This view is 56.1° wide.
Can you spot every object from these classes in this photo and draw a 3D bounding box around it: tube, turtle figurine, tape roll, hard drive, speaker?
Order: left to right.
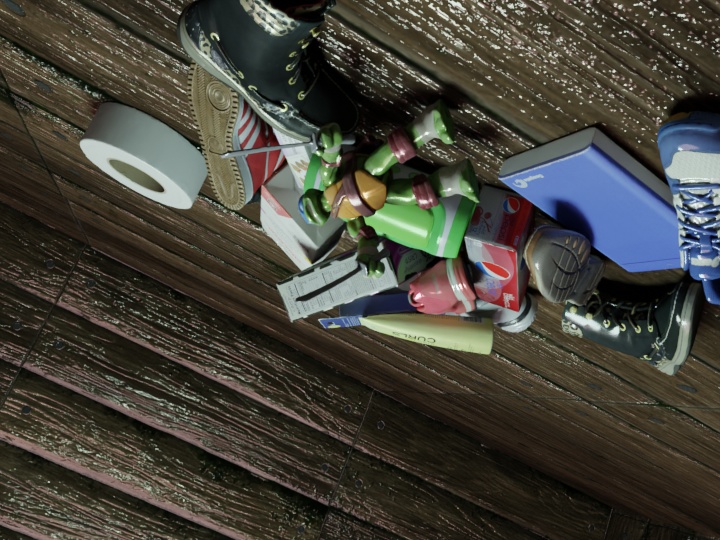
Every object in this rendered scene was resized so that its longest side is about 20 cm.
[{"bbox_3d":[-0.349,-0.182,1.097,0.198,0.072,0.203,23,166,6],"label":"tape roll"},{"bbox_3d":[0.009,-0.069,0.648,0.190,0.148,0.199,-21,173,21],"label":"turtle figurine"},{"bbox_3d":[0.034,-0.085,0.797,0.195,0.090,0.089,22,165,10],"label":"speaker"},{"bbox_3d":[0.094,0.086,0.986,0.193,0.053,0.059,7,128,4],"label":"tube"},{"bbox_3d":[0.248,-0.060,0.661,0.197,0.026,0.131,31,164,-20],"label":"hard drive"}]

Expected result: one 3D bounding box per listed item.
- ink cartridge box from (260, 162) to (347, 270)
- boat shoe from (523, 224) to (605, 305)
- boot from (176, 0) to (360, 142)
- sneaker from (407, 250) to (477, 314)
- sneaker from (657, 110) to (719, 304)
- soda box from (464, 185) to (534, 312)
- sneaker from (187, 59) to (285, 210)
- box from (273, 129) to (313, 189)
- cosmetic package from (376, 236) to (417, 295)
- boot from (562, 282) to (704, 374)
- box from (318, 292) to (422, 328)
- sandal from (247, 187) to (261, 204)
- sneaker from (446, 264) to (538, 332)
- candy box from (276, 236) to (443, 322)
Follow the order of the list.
[{"bbox_3d":[-0.088,-0.071,1.002,0.117,0.067,0.200,47,165,3],"label":"ink cartridge box"},{"bbox_3d":[0.211,-0.010,0.743,0.071,0.077,0.199,37,-175,31],"label":"boat shoe"},{"bbox_3d":[-0.056,-0.192,0.608,0.201,0.075,0.152,30,161,-26],"label":"boot"},{"bbox_3d":[0.103,0.022,0.886,0.084,0.076,0.200,-17,168,6],"label":"sneaker"},{"bbox_3d":[0.289,-0.041,0.542,0.074,0.090,0.199,8,157,49],"label":"sneaker"},{"bbox_3d":[0.173,-0.020,0.824,0.062,0.072,0.201,17,163,20],"label":"soda box"},{"bbox_3d":[-0.136,-0.185,0.793,0.070,0.113,0.204,20,134,21],"label":"sneaker"},{"bbox_3d":[-0.070,-0.154,0.814,0.038,0.042,0.201,20,165,13],"label":"box"},{"bbox_3d":[0.031,0.004,1.112,0.099,0.076,0.200,23,165,-2],"label":"cosmetic package"},{"bbox_3d":[0.322,0.055,0.815,0.150,0.075,0.204,21,164,24],"label":"boot"},{"bbox_3d":[0.035,0.061,1.044,0.193,0.033,0.121,-6,169,1],"label":"box"},{"bbox_3d":[-0.178,-0.139,1.016,0.074,0.049,0.201,24,164,2],"label":"sandal"},{"bbox_3d":[0.171,0.046,1.049,0.113,0.077,0.198,32,158,-25],"label":"sneaker"},{"bbox_3d":[0.000,0.000,0.917,0.197,0.135,0.063,-19,95,39],"label":"candy box"}]
